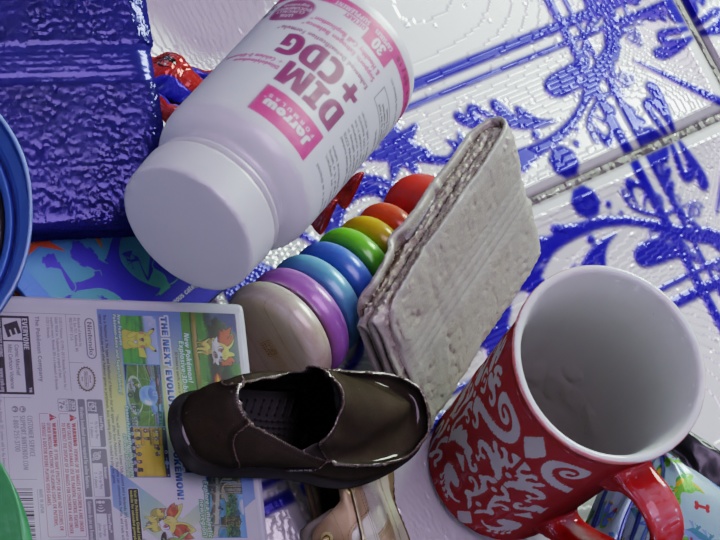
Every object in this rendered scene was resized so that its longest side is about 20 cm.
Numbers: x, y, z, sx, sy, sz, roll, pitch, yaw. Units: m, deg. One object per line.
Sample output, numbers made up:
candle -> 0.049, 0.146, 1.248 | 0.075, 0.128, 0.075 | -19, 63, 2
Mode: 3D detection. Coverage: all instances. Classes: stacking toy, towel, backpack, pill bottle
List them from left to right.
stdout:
towel -> -0.203, -0.112, 1.546 | 0.146, 0.050, 0.202 | -4, 72, -19
pill bottle -> -0.058, -0.085, 1.522 | 0.113, 0.113, 0.200 | 43, 51, -5
stacking toy -> 0.000, 0.000, 1.637 | 0.086, 0.085, 0.200 | 51, 53, -1
towel -> 0.062, 0.006, 1.644 | 0.034, 0.133, 0.200 | 14, 51, 30
backpack -> 0.213, 0.223, 1.628 | 0.163, 0.154, 0.201 | 39, 74, -14

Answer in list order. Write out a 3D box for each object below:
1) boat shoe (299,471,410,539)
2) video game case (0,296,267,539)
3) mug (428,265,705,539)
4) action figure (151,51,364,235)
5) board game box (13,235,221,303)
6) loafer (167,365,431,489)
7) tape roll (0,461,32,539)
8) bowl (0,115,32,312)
boat shoe -> -0.010, 0.174, 1.570 | 0.066, 0.074, 0.201 | 0, 61, -22
video game case -> -0.149, 0.114, 1.478 | 0.181, 0.022, 0.202 | 3, 67, -25
mug -> 0.126, 0.117, 1.569 | 0.132, 0.200, 0.179 | 7, 64, -17
action figure -> -0.091, -0.105, 1.627 | 0.199, 0.052, 0.065 | 34, 46, 8
board game box -> -0.188, -0.034, 1.572 | 0.200, 0.045, 0.152 | 49, 59, -1
loafer -> -0.024, 0.097, 1.499 | 0.199, 0.071, 0.074 | -3, 72, -41
tape roll -> -0.291, 0.172, 1.383 | 0.199, 0.048, 0.202 | 0, 71, 0
bowl -> -0.299, -0.033, 1.441 | 0.199, 0.039, 0.202 | 3, 78, -12
